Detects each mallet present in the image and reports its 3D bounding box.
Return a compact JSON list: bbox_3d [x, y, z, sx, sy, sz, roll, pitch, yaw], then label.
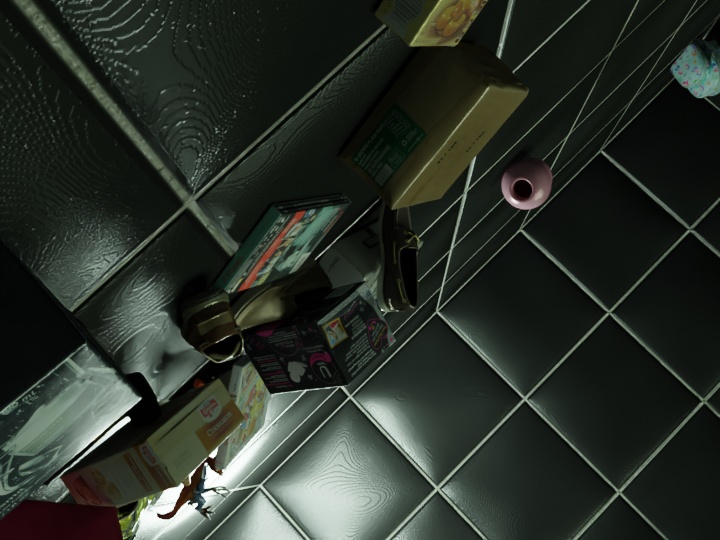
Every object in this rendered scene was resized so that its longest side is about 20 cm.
[{"bbox_3d":[-0.335,0.219,1.014,0.200,0.066,0.041,-46,156,9],"label":"mallet"}]

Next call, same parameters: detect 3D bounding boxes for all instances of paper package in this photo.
[{"bbox_3d":[0.098,-0.191,1.017,0.200,0.103,0.191,-50,166,25],"label":"paper package"}]

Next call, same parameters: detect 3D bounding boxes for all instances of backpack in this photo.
[{"bbox_3d":[1.292,-0.758,2.980,0.150,0.200,0.178,-15,156,-27],"label":"backpack"}]

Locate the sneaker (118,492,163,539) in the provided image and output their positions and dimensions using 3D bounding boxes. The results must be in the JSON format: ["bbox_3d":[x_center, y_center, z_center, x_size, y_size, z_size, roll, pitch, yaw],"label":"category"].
[{"bbox_3d":[-0.444,0.453,1.455,0.200,0.075,0.076,-58,159,11],"label":"sneaker"}]

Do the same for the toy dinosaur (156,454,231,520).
[{"bbox_3d":[-0.374,0.504,1.827,0.200,0.105,0.182,-25,140,-27],"label":"toy dinosaur"}]

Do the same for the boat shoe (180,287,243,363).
[{"bbox_3d":[-0.187,0.086,1.011,0.076,0.072,0.200,-27,167,-11],"label":"boat shoe"}]

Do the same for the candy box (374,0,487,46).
[{"bbox_3d":[0.109,-0.311,0.754,0.200,0.055,0.115,-52,167,31],"label":"candy box"}]

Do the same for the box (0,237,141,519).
[{"bbox_3d":[-0.299,0.103,0.607,0.200,0.124,0.197,-42,166,-16],"label":"box"}]

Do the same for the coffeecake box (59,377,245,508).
[{"bbox_3d":[-0.277,0.238,1.057,0.200,0.073,0.153,-27,-172,34],"label":"coffeecake box"}]

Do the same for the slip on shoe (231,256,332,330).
[{"bbox_3d":[-0.122,0.047,1.172,0.200,0.061,0.076,-34,164,-45],"label":"slip on shoe"}]

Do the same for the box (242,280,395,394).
[{"bbox_3d":[-0.068,0.108,1.232,0.200,0.115,0.132,-14,-163,46],"label":"box"}]

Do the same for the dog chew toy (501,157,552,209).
[{"bbox_3d":[0.436,-0.232,2.020,0.125,0.124,0.200,-52,174,31],"label":"dog chew toy"}]

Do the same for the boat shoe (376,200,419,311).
[{"bbox_3d":[0.067,-0.033,1.284,0.059,0.201,0.072,-1,172,35],"label":"boat shoe"}]

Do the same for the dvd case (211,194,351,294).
[{"bbox_3d":[-0.101,-0.037,1.057,0.146,0.022,0.200,-50,166,24],"label":"dvd case"}]

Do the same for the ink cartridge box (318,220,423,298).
[{"bbox_3d":[0.000,0.000,1.376,0.200,0.084,0.146,-31,162,-51],"label":"ink cartridge box"}]

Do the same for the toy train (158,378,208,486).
[{"bbox_3d":[-0.271,0.272,1.276,0.150,0.056,0.200,-35,144,-38],"label":"toy train"}]

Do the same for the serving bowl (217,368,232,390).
[{"bbox_3d":[-0.259,0.263,1.433,0.200,0.066,0.200,-42,168,-11],"label":"serving bowl"}]

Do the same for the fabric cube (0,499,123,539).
[{"bbox_3d":[-0.401,0.403,0.914,0.199,0.200,0.196,24,115,-44],"label":"fabric cube"}]

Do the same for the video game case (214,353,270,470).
[{"bbox_3d":[-0.188,0.217,1.344,0.200,0.023,0.183,-40,143,-74],"label":"video game case"}]
